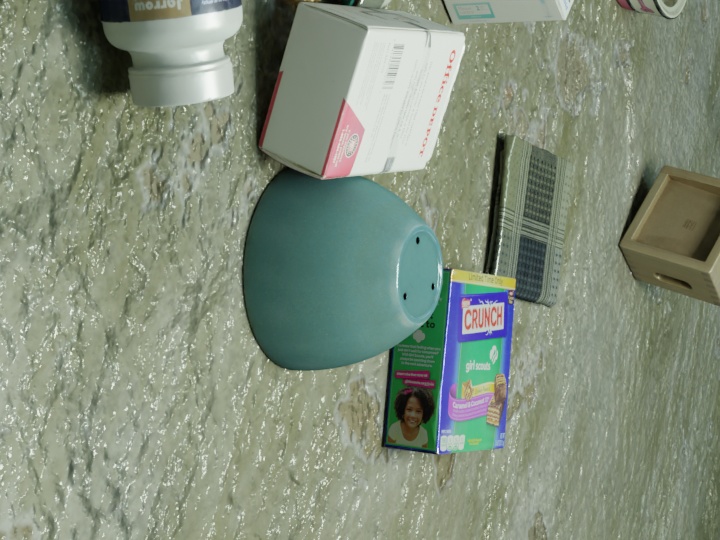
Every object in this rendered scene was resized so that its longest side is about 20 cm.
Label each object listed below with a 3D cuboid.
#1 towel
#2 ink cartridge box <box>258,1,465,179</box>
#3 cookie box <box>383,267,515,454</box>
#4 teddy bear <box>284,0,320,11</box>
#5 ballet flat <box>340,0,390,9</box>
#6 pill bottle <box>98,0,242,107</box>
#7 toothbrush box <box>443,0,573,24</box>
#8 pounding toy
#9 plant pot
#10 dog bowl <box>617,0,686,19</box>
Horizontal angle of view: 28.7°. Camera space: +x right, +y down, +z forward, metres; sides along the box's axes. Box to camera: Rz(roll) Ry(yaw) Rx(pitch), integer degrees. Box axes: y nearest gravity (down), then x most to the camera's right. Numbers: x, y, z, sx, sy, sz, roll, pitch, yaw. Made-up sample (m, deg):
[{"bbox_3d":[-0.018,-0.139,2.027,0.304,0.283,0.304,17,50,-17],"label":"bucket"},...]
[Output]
[{"bbox_3d":[0.214,-0.063,1.810,0.192,0.034,0.202,15,83,-56],"label":"towel"},{"bbox_3d":[0.005,-0.172,1.350,0.200,0.082,0.148,-12,123,-59],"label":"ink cartridge box"},{"bbox_3d":[0.104,0.100,1.589,0.171,0.075,0.202,7,86,-59],"label":"cookie box"},{"bbox_3d":[-0.046,-0.319,1.299,0.200,0.066,0.146,38,64,-54],"label":"teddy bear"},{"bbox_3d":[0.031,-0.318,1.419,0.063,0.067,0.201,22,66,-16],"label":"ballet flat"},{"bbox_3d":[-0.150,-0.233,1.088,0.111,0.110,0.202,-29,117,-55],"label":"pill bottle"},{"bbox_3d":[0.188,-0.379,1.612,0.201,0.145,0.086,-64,142,-34],"label":"toothbrush box"},{"bbox_3d":[0.506,-0.060,2.177,0.185,0.199,0.142,-57,141,-17],"label":"pounding toy"},{"bbox_3d":[0.000,0.000,1.345,0.200,0.134,0.202,-10,101,-59],"label":"plant pot"},{"bbox_3d":[0.425,-0.470,2.075,0.200,0.073,0.202,-11,102,-58],"label":"dog bowl"}]
